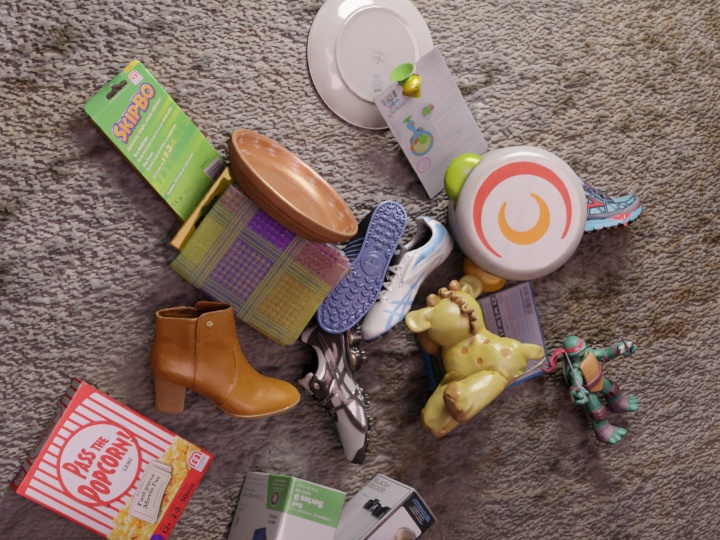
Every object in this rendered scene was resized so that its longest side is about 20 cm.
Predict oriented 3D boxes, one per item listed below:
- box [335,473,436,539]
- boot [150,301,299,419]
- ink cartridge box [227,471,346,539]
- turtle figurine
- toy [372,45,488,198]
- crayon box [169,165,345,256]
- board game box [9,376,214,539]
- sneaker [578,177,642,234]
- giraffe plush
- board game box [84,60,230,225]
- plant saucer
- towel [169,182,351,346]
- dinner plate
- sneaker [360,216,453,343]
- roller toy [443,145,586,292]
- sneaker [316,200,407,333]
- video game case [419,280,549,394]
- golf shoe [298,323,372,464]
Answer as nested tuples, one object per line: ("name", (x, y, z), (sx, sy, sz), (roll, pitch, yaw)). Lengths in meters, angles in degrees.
("box", (-0.006, 0.371, 1.434), (0.200, 0.117, 0.060), (-39, 106, -18))
("boot", (-0.165, 0.111, 1.348), (0.200, 0.071, 0.145), (2, 113, -19))
("ink cartridge box", (-0.109, 0.366, 1.350), (0.087, 0.145, 0.201), (21, 74, -26))
("turtle figurine", (0.357, 0.160, 1.611), (0.150, 0.100, 0.200), (-43, 121, -20))
("toy", (0.093, -0.209, 1.479), (0.115, 0.047, 0.200), (-41, 135, -7))
("crayon box", (-0.135, -0.032, 1.372), (0.200, 0.051, 0.127), (38, 90, -23))
("board game box", (-0.306, 0.248, 1.317), (0.200, 0.046, 0.152), (34, 78, -23))
("sneaker", (0.343, -0.103, 1.604), (0.199, 0.079, 0.096), (-12, 96, -25))
("giraffe plush", (0.137, 0.106, 1.458), (0.162, 0.200, 0.172), (53, 34, 6))
("board game box", (-0.250, -0.159, 1.336), (0.096, 0.030, 0.200), (-47, 114, -18))
("plant saucer", (-0.090, -0.101, 1.340), (0.200, 0.200, 0.037), (33, 108, -24))
("towel", (-0.123, -0.004, 1.339), (0.200, 0.023, 0.144), (34, 98, -22))
("dinner plate", (0.021, -0.297, 1.466), (0.199, 0.024, 0.202), (-2, 94, -26))
("sneaker", (0.053, 0.012, 1.471), (0.072, 0.072, 0.200), (41, 72, -20))
("roller toy", (0.218, -0.080, 1.495), (0.181, 0.140, 0.201), (-15, 96, -1))
("sneaker", (0.000, 0.000, 1.435), (0.070, 0.078, 0.201), (32, 77, -4))
("video game case", (0.183, 0.113, 1.569), (0.199, 0.018, 0.144), (-19, 101, -25))
("golf shoe", (-0.038, 0.166, 1.438), (0.094, 0.078, 0.201), (-7, 89, -15))
